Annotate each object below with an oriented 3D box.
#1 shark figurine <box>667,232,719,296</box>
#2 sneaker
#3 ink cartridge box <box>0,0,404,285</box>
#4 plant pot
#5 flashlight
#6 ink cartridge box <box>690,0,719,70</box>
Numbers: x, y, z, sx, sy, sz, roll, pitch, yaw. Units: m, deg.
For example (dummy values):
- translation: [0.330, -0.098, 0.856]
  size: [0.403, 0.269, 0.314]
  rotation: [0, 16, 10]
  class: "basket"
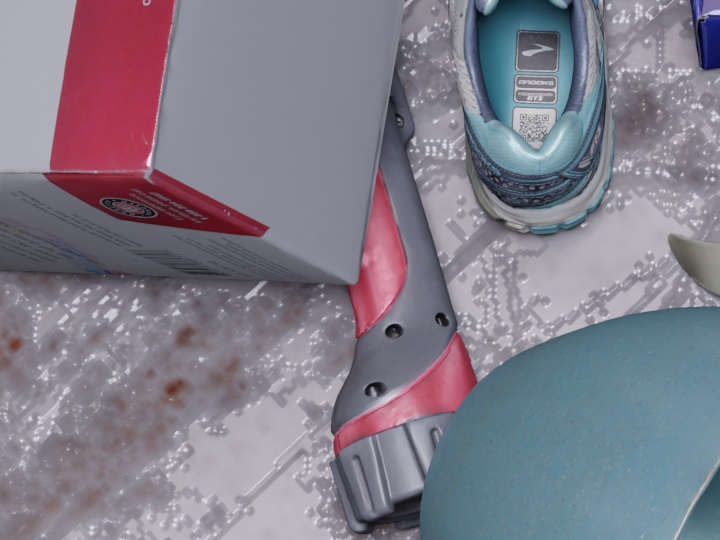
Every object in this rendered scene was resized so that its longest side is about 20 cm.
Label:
- translation: [0.192, -0.051, 0.962]
  size: [0.089, 0.215, 0.128]
  rotation: [-24, 37, -36]
  class: "shark figurine"
- translation: [0.068, -0.120, 0.999]
  size: [0.077, 0.086, 0.201]
  rotation: [-9, 77, 5]
  class: "sneaker"
- translation: [-0.107, -0.082, 0.953]
  size: [0.199, 0.145, 0.145]
  rotation: [1, 76, 32]
  class: "ink cartridge box"
- translation: [0.100, 0.096, 0.910]
  size: [0.134, 0.200, 0.201]
  rotation: [22, 81, 36]
  class: "plant pot"
- translation: [0.000, 0.000, 0.994]
  size: [0.068, 0.068, 0.201]
  rotation: [-22, 76, 16]
  class: "flashlight"
- translation: [0.195, -0.157, 0.997]
  size: [0.199, 0.076, 0.137]
  rotation: [-5, 77, 8]
  class: "ink cartridge box"
